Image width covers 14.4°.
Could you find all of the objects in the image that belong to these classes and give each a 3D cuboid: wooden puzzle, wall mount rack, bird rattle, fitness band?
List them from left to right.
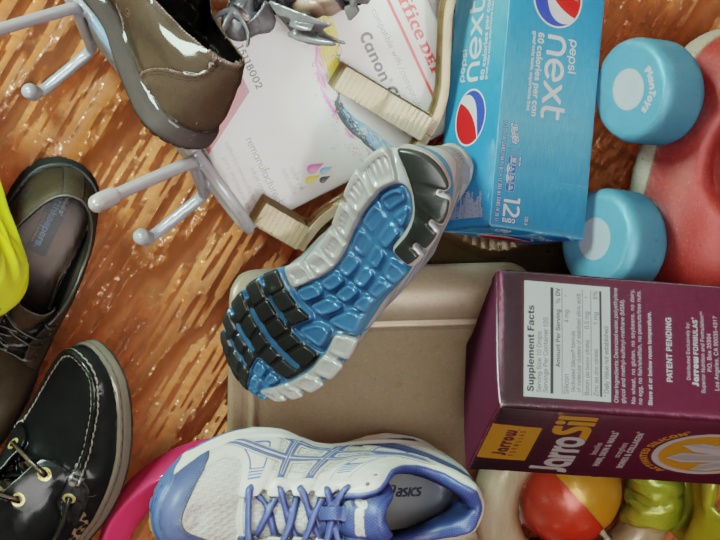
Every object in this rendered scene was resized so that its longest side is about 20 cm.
[{"bbox_3d":[-0.147,-0.087,1.614,0.074,0.174,0.200,-38,81,-4],"label":"wall mount rack"},{"bbox_3d":[-0.075,0.191,1.736,0.143,0.037,0.200,-31,116,5],"label":"fitness band"},{"bbox_3d":[0.010,0.088,1.736,0.184,0.037,0.201,-2,116,-7],"label":"wooden puzzle"},{"bbox_3d":[0.136,0.153,1.750,0.200,0.113,0.163,-36,114,11],"label":"bird rattle"}]

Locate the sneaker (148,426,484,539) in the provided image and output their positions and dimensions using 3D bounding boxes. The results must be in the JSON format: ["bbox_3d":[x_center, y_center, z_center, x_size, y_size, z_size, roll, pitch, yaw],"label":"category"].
[{"bbox_3d":[-0.022,0.132,1.655,0.199,0.088,0.076,-7,102,-24],"label":"sneaker"}]

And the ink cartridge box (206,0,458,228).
[{"bbox_3d":[-0.008,-0.122,1.697,0.199,0.068,0.117,-27,103,-3],"label":"ink cartridge box"}]

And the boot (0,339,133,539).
[{"bbox_3d":[-0.224,0.134,1.660,0.150,0.073,0.201,-3,127,-44],"label":"boot"}]

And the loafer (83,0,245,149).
[{"bbox_3d":[-0.114,-0.164,1.611,0.071,0.073,0.201,-42,63,29],"label":"loafer"}]

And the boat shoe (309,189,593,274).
[{"bbox_3d":[0.066,-0.016,1.736,0.199,0.063,0.074,1,125,-6],"label":"boat shoe"}]

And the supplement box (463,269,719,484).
[{"bbox_3d":[0.166,0.065,1.647,0.199,0.110,0.086,4,66,-7],"label":"supplement box"}]

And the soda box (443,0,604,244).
[{"bbox_3d":[0.095,-0.118,1.657,0.068,0.064,0.201,8,85,-29],"label":"soda box"}]

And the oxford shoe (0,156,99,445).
[{"bbox_3d":[-0.213,0.031,1.688,0.072,0.084,0.201,19,99,-14],"label":"oxford shoe"}]

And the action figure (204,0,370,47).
[{"bbox_3d":[-0.026,-0.208,1.641,0.130,0.069,0.200,31,75,18],"label":"action figure"}]

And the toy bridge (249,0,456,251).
[{"bbox_3d":[0.014,-0.098,1.655,0.067,0.027,0.201,30,96,-12],"label":"toy bridge"}]

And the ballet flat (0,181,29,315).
[{"bbox_3d":[-0.245,-0.067,1.635,0.067,0.067,0.201,-25,77,9],"label":"ballet flat"}]

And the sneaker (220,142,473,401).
[{"bbox_3d":[0.000,0.000,1.642,0.075,0.087,0.200,49,119,7],"label":"sneaker"}]

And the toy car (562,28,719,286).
[{"bbox_3d":[0.256,-0.039,1.648,0.184,0.200,0.178,5,101,-42],"label":"toy car"}]
